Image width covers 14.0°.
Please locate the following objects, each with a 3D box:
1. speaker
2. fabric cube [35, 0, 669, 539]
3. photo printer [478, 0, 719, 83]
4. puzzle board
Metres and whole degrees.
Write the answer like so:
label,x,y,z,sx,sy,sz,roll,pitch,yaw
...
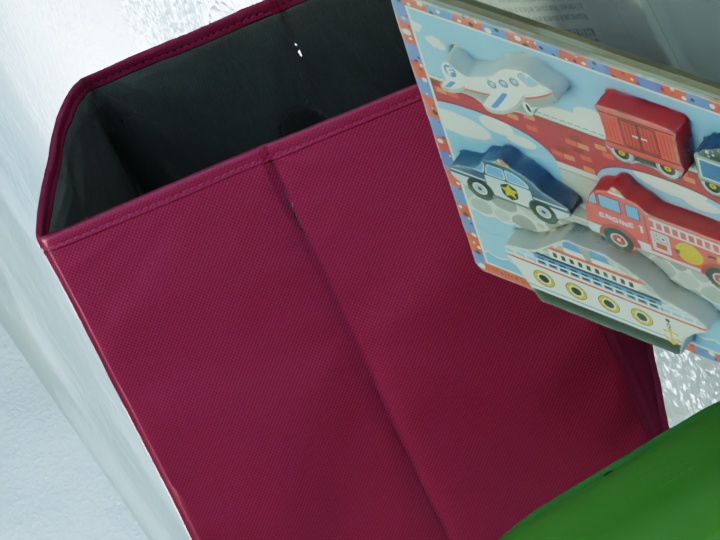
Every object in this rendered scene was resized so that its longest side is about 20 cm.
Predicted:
label,x,y,z,sx,sy,sz,roll,pitch,yaw
speaker,0.121,0.104,1.081,0.089,0.200,0.088,56,167,20
fabric cube,0.000,0.000,1.219,0.196,0.200,0.200,-92,-21,-67
photo printer,0.103,-0.085,1.029,0.200,0.069,0.166,62,166,-11
puzzle board,0.105,-0.014,0.976,0.200,0.017,0.151,23,150,31
